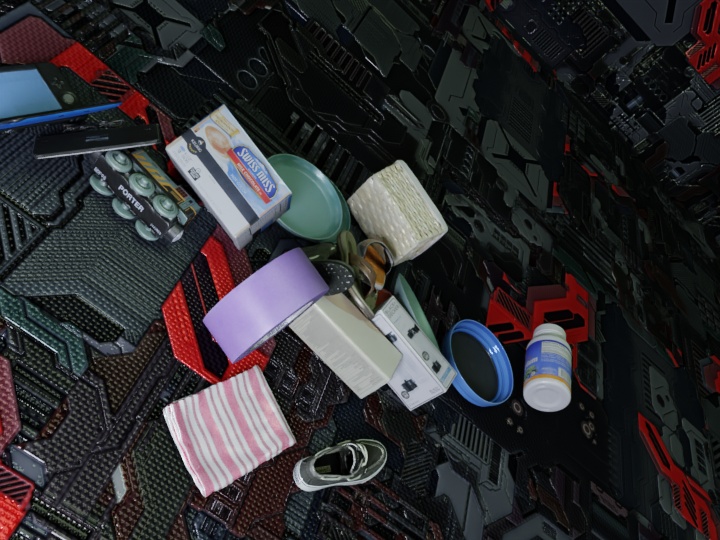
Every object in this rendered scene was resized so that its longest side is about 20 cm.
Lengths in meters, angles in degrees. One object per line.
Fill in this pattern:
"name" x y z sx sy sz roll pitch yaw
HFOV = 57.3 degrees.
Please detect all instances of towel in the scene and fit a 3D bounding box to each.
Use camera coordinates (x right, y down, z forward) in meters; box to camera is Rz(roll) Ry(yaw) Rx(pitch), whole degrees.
"towel" -0.197 0.242 1.027 0.198 0.030 0.148 -19 76 -49

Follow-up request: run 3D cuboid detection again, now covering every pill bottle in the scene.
"pill bottle" 0.455 0.229 1.597 0.111 0.112 0.202 37 41 -16

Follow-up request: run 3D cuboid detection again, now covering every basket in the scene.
"basket" 0.077 -0.124 1.484 0.123 0.135 0.202 -27 81 -46

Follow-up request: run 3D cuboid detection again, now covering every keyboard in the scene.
"keyboard" -0.430 -0.218 1.082 0.196 0.021 0.128 -10 36 -15

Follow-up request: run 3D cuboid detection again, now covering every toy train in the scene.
"toy train" -0.364 -0.135 1.115 0.200 0.085 0.114 45 27 -4

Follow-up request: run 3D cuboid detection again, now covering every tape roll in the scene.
"tape roll" -0.152 0.057 1.075 0.085 0.200 0.199 51 40 3

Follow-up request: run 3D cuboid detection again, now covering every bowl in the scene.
"bowl" 0.262 0.210 1.483 0.198 0.039 0.204 24 47 -29

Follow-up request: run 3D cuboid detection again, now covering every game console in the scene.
"game console" -0.517 -0.285 1.044 0.172 0.118 0.199 55 39 4

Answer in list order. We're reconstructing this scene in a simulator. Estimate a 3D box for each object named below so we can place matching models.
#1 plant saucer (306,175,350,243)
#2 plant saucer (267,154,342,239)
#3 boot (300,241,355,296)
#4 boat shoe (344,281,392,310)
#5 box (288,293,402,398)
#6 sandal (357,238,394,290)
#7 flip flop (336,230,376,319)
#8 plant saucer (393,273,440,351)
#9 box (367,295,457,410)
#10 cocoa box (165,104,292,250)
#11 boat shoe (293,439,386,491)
"plant saucer" -0.107 -0.137 1.398 0.198 0.027 0.203 25 46 -28
"plant saucer" -0.124 -0.145 1.335 0.198 0.027 0.203 25 47 -30
"boot" -0.075 -0.015 1.214 0.131 0.197 0.069 -52 126 -45
"boat shoe" 0.000 0.045 1.338 0.197 0.062 0.072 15 50 -38
"box" -0.026 0.131 1.225 0.200 0.095 0.078 47 39 -8
"sandal" 0.039 -0.022 1.377 0.079 0.059 0.207 38 15 -15
"flip flop" 0.000 0.000 1.256 0.081 0.057 0.203 58 16 -48
"plant saucer" 0.111 0.105 1.373 0.203 0.038 0.202 61 10 -18
"box" 0.080 0.162 1.284 0.201 0.116 0.060 49 42 -2
"cocoa box" -0.231 -0.163 1.181 0.131 0.133 0.201 -38 90 -10
"boat shoe" -0.018 0.324 1.110 0.198 0.063 0.072 -3 63 -45
